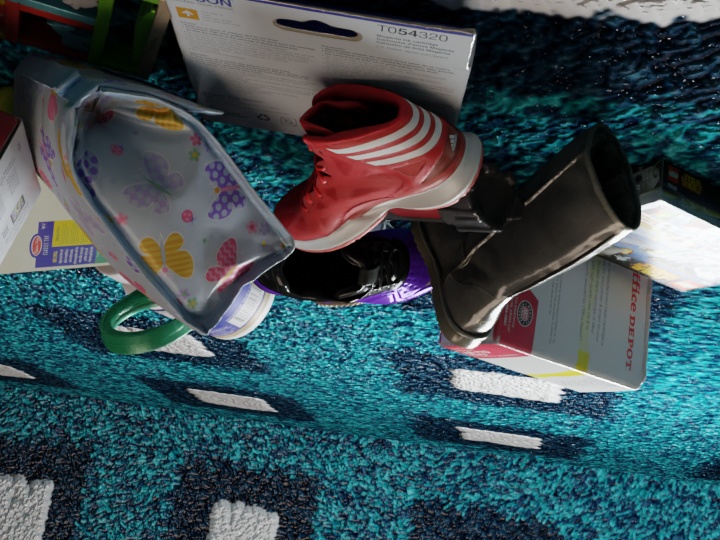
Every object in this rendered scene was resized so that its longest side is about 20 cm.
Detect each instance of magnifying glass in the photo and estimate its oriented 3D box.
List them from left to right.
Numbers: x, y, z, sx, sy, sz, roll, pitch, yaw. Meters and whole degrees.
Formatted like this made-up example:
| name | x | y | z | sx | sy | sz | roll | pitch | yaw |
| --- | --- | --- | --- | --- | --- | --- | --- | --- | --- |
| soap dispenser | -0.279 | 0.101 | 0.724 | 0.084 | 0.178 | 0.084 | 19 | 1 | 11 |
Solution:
| name | x | y | z | sx | sy | sz | roll | pitch | yaw |
| --- | --- | --- | --- | --- | --- | --- | --- | --- | --- |
| magnifying glass | -0.159 | 0.014 | 0.846 | 0.079 | 0.023 | 0.200 | -7 | -155 | 11 |

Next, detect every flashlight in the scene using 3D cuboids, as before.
| name | x | y | z | sx | sy | sz | roll | pitch | yaw |
| --- | --- | --- | --- | --- | --- | --- | --- | --- | --- |
| flashlight | 0.035 | -0.064 | 0.817 | 0.199 | 0.067 | 0.068 | 7 | 124 | 53 |

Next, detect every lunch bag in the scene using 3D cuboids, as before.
| name | x | y | z | sx | sy | sz | roll | pitch | yaw |
| --- | --- | --- | --- | --- | --- | --- | --- | --- | --- |
| lunch bag | -0.164 | -0.075 | 0.749 | 0.169 | 0.127 | 0.200 | 24 | 156 | 55 |

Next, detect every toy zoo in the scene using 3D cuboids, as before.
| name | x | y | z | sx | sy | sz | roll | pitch | yaw |
| --- | --- | --- | --- | --- | --- | --- | --- | --- | --- |
| toy zoo | -0.231 | -0.190 | 0.681 | 0.198 | 0.021 | 0.131 | 14 | 163 | -16 |

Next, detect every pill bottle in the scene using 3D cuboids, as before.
| name | x | y | z | sx | sy | sz | roll | pitch | yaw |
| --- | --- | --- | --- | --- | --- | --- | --- | --- | --- |
| pill bottle | -0.194 | -0.006 | 1.104 | 0.119 | 0.121 | 0.200 | -2 | 160 | 32 |

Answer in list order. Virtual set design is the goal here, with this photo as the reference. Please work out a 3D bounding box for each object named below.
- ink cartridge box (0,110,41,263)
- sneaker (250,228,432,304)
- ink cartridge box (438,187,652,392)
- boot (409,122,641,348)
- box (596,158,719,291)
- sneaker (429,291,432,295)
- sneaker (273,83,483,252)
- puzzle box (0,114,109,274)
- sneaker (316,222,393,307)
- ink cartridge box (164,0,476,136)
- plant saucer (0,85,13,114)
| name | x | y | z | sx | sy | sz | roll | pitch | yaw |
| --- | --- | --- | --- | --- | --- | --- | --- | --- | --- |
| ink cartridge box | -0.337 | -0.096 | 0.693 | 0.198 | 0.084 | 0.176 | 25 | 159 | -4 |
| sneaker | 0.000 | 0.001 | 0.869 | 0.198 | 0.070 | 0.099 | -1 | -174 | -22 |
| ink cartridge box | 0.182 | 0.026 | 0.961 | 0.199 | 0.147 | 0.083 | 20 | 161 | -33 |
| boot | 0.126 | -0.052 | 0.816 | 0.072 | 0.183 | 0.200 | 5 | 142 | -29 |
| box | 0.279 | -0.034 | 0.896 | 0.199 | 0.040 | 0.136 | 19 | 160 | -31 |
| sneaker | 0.177 | 0.027 | 1.104 | 0.199 | 0.076 | 0.115 | 21 | 158 | -33 |
| sneaker | -0.019 | -0.082 | 0.724 | 0.199 | 0.079 | 0.115 | -21 | 139 | 40 |
| puzzle box | -0.277 | -0.065 | 0.907 | 0.132 | 0.026 | 0.201 | -5 | 148 | -24 |
| sneaker | 0.009 | -0.038 | 1.005 | 0.069 | 0.110 | 0.200 | -1 | -168 | 23 |
| ink cartridge box | -0.023 | -0.144 | 0.685 | 0.194 | 0.044 | 0.200 | 10 | 163 | 2 |
| plant saucer | -0.303 | -0.104 | 0.963 | 0.198 | 0.048 | 0.199 | 0 | 161 | 31 |
